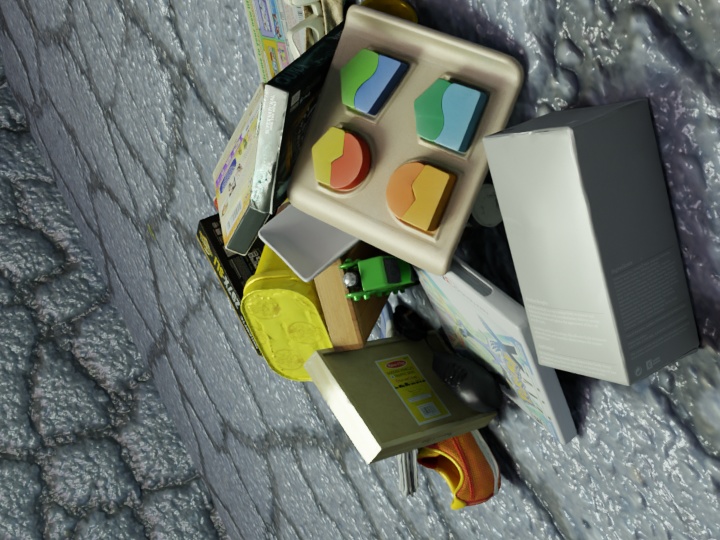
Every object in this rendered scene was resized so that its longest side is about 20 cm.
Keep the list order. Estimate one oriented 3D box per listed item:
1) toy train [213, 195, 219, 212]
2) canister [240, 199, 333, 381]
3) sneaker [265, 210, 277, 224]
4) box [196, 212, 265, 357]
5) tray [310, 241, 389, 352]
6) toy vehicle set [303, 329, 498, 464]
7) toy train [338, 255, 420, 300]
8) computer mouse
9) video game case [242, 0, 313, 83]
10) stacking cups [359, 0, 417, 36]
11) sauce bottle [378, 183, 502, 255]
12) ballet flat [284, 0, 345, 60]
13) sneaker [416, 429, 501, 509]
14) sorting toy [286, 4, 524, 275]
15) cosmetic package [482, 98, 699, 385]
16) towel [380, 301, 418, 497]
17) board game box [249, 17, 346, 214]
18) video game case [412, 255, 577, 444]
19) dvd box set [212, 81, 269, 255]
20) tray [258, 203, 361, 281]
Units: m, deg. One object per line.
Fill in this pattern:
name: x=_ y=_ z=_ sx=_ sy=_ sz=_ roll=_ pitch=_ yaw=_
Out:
toy train: x=-0.161 y=-0.082 z=1.335 sx=0.116 sy=0.085 sz=0.200 roll=57 pitch=158 yaw=-11
canister: x=-0.057 y=0.002 z=0.992 sx=0.200 sy=0.086 sz=0.149 roll=-77 pitch=-24 yaw=-44
sneaker: x=-0.106 y=-0.111 z=1.139 sx=0.199 sy=0.115 sz=0.081 roll=45 pitch=147 yaw=40
box: x=-0.108 y=-0.004 z=1.182 sx=0.200 sy=0.159 sz=0.049 roll=60 pitch=155 yaw=15
tray: x=0.000 y=0.000 z=0.963 sx=0.200 sy=0.037 sz=0.099 roll=-57 pitch=-46 yaw=-65
toy vehicle set: x=0.048 y=0.128 z=0.935 sx=0.124 sy=0.200 sz=0.027 roll=54 pitch=126 yaw=26
toy train: x=0.033 y=0.003 z=0.905 sx=0.200 sy=0.056 sz=0.042 roll=-4 pitch=-100 yaw=-71
computer mouse: x=0.090 y=0.084 z=0.933 sx=0.200 sy=0.059 sz=0.034 roll=46 pitch=116 yaw=50
video game case: x=-0.089 y=-0.280 z=1.072 sx=0.182 sy=0.022 sz=0.200 roll=30 pitch=138 yaw=53
stacking cups: x=0.018 y=-0.185 z=0.905 sx=0.061 sy=0.060 sz=0.200 roll=55 pitch=158 yaw=26
sauce bottle: x=0.076 y=-0.052 z=0.878 sx=0.200 sy=0.066 sz=0.066 roll=-7 pitch=104 yaw=63
ballet flat: x=-0.048 y=-0.275 z=0.938 sx=0.070 sy=0.065 sz=0.200 roll=38 pitch=142 yaw=53
sneaker: x=0.091 y=0.184 z=1.028 sx=0.073 sy=0.077 sz=0.200 roll=93 pitch=155 yaw=-46
sorting toy: x=0.029 y=-0.118 z=0.782 sx=0.185 sy=0.036 sz=0.200 roll=26 pitch=107 yaw=26
cosmetic package: x=0.176 y=-0.023 z=0.671 sx=0.107 sy=0.090 sz=0.200 roll=12 pitch=118 yaw=61
towel: x=0.043 y=0.151 z=1.051 sx=0.200 sy=0.024 sz=0.147 roll=-99 pitch=3 yaw=-51
board game box: x=-0.048 y=-0.160 z=0.875 sx=0.028 sy=0.200 sz=0.135 roll=22 pitch=129 yaw=11
video game case: x=0.122 y=0.061 z=0.845 sx=0.182 sy=0.022 sz=0.200 roll=42 pitch=167 yaw=44
dvd box set: x=-0.130 y=-0.129 z=1.063 sx=0.146 sy=0.029 sz=0.200 roll=-58 pitch=27 yaw=21
tray: x=0.000 y=-0.071 z=0.875 sx=0.107 sy=0.200 sz=0.022 roll=42 pitch=168 yaw=44
